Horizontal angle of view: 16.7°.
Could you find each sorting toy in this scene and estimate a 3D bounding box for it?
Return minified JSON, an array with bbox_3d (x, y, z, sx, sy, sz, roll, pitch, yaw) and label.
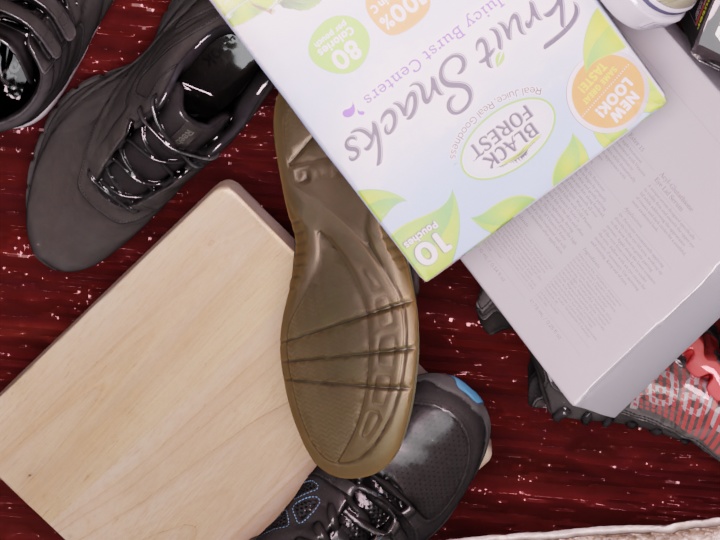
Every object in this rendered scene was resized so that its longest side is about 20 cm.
[{"bbox_3d":[-0.068,0.080,1.295,0.200,0.070,0.199,-42,100,15],"label":"sorting toy"}]

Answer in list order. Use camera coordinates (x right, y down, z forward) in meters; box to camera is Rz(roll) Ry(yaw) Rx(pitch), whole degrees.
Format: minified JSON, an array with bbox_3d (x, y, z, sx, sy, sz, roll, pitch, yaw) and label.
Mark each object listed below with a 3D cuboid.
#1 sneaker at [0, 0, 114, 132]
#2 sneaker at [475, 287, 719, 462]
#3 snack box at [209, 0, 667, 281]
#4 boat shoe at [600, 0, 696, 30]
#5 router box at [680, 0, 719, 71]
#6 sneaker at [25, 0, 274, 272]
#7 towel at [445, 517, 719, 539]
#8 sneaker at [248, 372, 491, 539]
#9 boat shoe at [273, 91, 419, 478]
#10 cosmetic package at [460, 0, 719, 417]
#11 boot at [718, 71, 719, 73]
[{"bbox_3d":[-0.150,-0.150,1.211,0.070,0.099,0.201,26,107,-3],"label":"sneaker"},{"bbox_3d":[0.141,0.051,1.272,0.200,0.071,0.098,40,105,-7],"label":"sneaker"},{"bbox_3d":[0.025,-0.118,1.124,0.142,0.053,0.200,-36,100,6],"label":"snack box"},{"bbox_3d":[0.101,-0.205,1.101,0.062,0.072,0.200,-33,93,44],"label":"boat shoe"},{"bbox_3d":[0.212,-0.197,1.147,0.062,0.150,0.201,19,108,-4],"label":"router box"},{"bbox_3d":[-0.103,-0.073,1.234,0.076,0.091,0.200,33,109,-21],"label":"sneaker"},{"bbox_3d":[0.130,0.161,1.282,0.199,0.133,0.035,-5,72,6],"label":"towel"},{"bbox_3d":[-0.008,0.137,1.230,0.073,0.082,0.200,40,104,-7],"label":"sneaker"},{"bbox_3d":[-0.001,0.000,1.203,0.071,0.066,0.202,-7,87,17],"label":"boat shoe"},{"bbox_3d":[0.111,-0.053,1.194,0.151,0.052,0.200,-46,60,17],"label":"cosmetic package"},{"bbox_3d":[0.194,-0.074,1.216,0.199,0.096,0.074,-2,108,4],"label":"boot"}]
